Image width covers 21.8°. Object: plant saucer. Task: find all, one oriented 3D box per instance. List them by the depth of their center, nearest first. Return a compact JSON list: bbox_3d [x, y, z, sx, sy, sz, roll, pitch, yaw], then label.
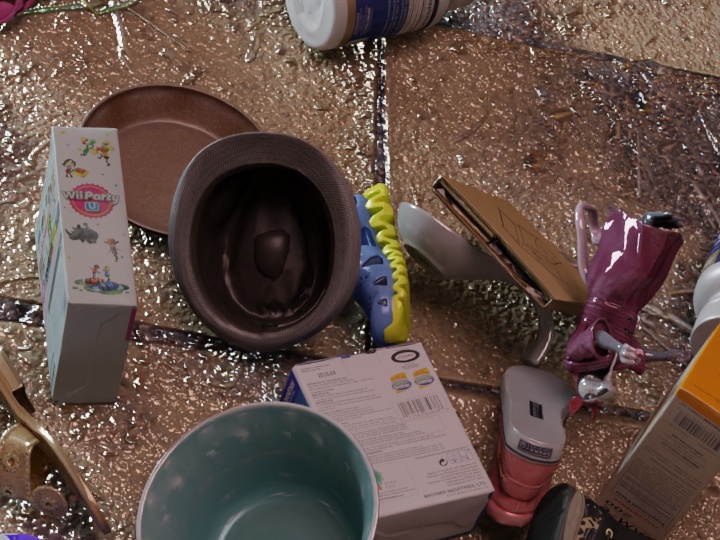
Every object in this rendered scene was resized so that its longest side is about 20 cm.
[{"bbox_3d":[-0.180,-0.100,1.831,0.200,0.037,0.201,9,49,-11],"label":"plant saucer"}]

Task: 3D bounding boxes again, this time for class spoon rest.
[{"bbox_3d":[0.112,0.003,1.791,0.200,0.099,0.061,45,80,-6],"label":"spoon rest"}]

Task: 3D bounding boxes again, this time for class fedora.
[{"bbox_3d":[-0.084,-0.028,1.728,0.176,0.090,0.201,-7,94,5],"label":"fedora"}]

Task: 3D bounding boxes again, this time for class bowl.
[{"bbox_3d":[-0.074,0.220,1.530,0.200,0.105,0.201,-5,57,8],"label":"bowl"}]

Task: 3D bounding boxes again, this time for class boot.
[{"bbox_3d":[0.203,0.301,1.600,0.153,0.073,0.204,26,67,-21],"label":"boot"}]

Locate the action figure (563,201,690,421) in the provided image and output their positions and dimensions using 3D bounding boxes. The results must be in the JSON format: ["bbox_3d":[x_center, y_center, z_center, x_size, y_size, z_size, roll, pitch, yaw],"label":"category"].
[{"bbox_3d":[0.221,0.037,1.697,0.149,0.134,0.201,20,82,30],"label":"action figure"}]

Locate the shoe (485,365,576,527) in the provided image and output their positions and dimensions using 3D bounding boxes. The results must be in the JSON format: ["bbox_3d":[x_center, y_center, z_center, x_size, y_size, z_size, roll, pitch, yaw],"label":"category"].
[{"bbox_3d":[0.148,0.159,1.709,0.071,0.091,0.200,19,18,1],"label":"shoe"}]

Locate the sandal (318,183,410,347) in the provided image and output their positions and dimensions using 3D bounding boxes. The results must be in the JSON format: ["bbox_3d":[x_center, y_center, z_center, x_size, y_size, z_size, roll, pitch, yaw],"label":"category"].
[{"bbox_3d":[0.000,0.000,1.781,0.087,0.080,0.200,-8,39,-6],"label":"sandal"}]

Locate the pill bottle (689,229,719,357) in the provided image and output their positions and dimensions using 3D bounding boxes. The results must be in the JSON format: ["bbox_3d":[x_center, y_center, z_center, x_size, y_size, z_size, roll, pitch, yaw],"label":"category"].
[{"bbox_3d":[0.401,0.016,1.879,0.119,0.120,0.200,28,48,5],"label":"pill bottle"}]

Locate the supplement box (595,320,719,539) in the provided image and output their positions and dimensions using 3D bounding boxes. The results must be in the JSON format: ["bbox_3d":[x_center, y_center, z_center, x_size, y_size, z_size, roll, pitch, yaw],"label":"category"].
[{"bbox_3d":[0.299,0.143,1.682,0.073,0.200,0.126,34,49,8],"label":"supplement box"}]

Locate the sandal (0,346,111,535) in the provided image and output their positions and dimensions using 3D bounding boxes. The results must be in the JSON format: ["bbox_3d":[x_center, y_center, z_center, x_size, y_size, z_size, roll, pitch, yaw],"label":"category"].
[{"bbox_3d":[-0.286,0.158,1.569,0.070,0.078,0.212,-30,58,-14],"label":"sandal"}]

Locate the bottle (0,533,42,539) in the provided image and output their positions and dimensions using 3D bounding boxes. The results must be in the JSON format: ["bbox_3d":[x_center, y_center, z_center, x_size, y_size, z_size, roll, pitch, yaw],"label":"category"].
[{"bbox_3d":[-0.278,0.251,1.484,0.199,0.065,0.084,2,50,-17],"label":"bottle"}]

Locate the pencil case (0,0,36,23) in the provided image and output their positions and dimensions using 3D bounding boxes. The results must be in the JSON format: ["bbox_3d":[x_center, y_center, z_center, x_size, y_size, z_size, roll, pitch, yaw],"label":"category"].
[{"bbox_3d":[-0.336,-0.341,1.941,0.091,0.094,0.200,30,49,7],"label":"pencil case"}]

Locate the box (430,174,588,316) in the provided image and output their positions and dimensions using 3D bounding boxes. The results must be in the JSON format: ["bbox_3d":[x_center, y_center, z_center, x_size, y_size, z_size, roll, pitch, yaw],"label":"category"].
[{"bbox_3d":[0.159,-0.018,1.810,0.164,0.021,0.200,47,13,20],"label":"box"}]

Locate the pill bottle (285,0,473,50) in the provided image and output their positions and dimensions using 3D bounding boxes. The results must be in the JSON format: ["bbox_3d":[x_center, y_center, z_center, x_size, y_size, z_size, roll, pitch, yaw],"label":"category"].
[{"bbox_3d":[0.027,-0.310,2.028,0.200,0.111,0.111,-17,58,-30],"label":"pill bottle"}]

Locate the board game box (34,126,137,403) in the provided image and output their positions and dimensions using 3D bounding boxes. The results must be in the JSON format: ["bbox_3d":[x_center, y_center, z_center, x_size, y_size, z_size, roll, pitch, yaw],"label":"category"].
[{"bbox_3d":[-0.245,-0.005,1.655,0.064,0.148,0.200,0,52,-18],"label":"board game box"}]

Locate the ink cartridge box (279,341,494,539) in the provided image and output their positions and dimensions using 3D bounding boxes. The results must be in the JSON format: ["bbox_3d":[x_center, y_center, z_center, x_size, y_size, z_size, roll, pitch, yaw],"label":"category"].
[{"bbox_3d":[0.014,0.146,1.666,0.136,0.076,0.200,-9,56,-26],"label":"ink cartridge box"}]
